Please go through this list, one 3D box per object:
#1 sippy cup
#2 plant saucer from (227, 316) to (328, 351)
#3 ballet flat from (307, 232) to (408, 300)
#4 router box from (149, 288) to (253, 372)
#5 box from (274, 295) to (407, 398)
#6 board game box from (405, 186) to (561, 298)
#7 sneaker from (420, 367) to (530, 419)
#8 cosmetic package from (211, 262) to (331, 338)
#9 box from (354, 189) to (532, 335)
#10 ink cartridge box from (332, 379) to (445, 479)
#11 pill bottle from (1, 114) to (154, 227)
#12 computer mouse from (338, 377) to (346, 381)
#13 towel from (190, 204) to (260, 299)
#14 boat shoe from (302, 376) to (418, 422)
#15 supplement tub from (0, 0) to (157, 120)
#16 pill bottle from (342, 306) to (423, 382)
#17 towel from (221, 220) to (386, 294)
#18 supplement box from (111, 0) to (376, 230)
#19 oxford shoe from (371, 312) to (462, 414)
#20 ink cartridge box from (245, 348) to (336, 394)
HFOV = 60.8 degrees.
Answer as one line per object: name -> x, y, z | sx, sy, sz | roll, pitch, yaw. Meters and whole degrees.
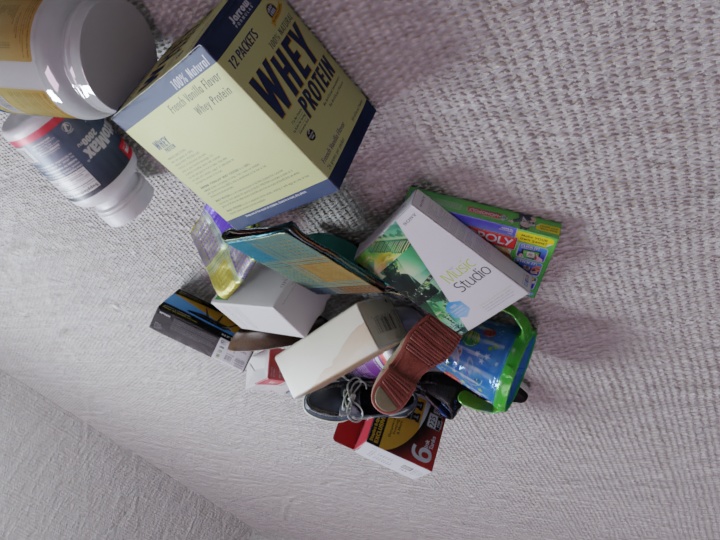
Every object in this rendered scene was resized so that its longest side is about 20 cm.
sippy cup -> 0.193, 0.133, 0.968 | 0.129, 0.179, 0.140 | 21, 178, 22
plant saucer -> -0.146, 0.111, 1.123 | 0.198, 0.032, 0.200 | -9, -178, 0
ballet flat -> 0.000, 0.000, 0.946 | 0.198, 0.075, 0.074 | 21, 148, 8
router box -> -0.302, 0.116, 1.228 | 0.199, 0.051, 0.149 | 27, -170, -7
box -> -0.032, 0.122, 0.971 | 0.199, 0.095, 0.078 | -35, 76, 35
board game box -> 0.155, -0.036, 0.831 | 0.198, 0.029, 0.135 | 16, 147, 12
sneaker -> 0.199, 0.226, 1.100 | 0.198, 0.113, 0.073 | 21, 148, 2
cosmetic package -> -0.147, 0.040, 1.020 | 0.199, 0.108, 0.085 | -2, 140, 49
box -> 0.108, -0.003, 0.828 | 0.199, 0.036, 0.144 | 35, 137, -11
ink cartridge box -> 0.066, 0.251, 1.133 | 0.174, 0.201, 0.084 | 25, 147, -5
pill bottle -> -0.403, -0.165, 0.902 | 0.119, 0.120, 0.200 | -2, 141, 33
computer mouse -> -0.027, 0.205, 1.189 | 0.046, 0.141, 0.200 | -28, 131, 24
towel -> -0.211, -0.050, 0.957 | 0.200, 0.023, 0.145 | -40, 71, 51
boat shoe -> 0.000, 0.223, 1.048 | 0.198, 0.076, 0.062 | 5, 158, 0
supplement tub -> -0.359, -0.254, 0.722 | 0.198, 0.146, 0.145 | 9, 145, 20
pill bottle -> 0.024, 0.135, 1.077 | 0.112, 0.113, 0.199 | 39, 144, -24
towel -> -0.076, -0.012, 0.843 | 0.146, 0.022, 0.199 | -2, 156, 42
supplement box -> -0.130, -0.179, 0.702 | 0.199, 0.135, 0.200 | -15, 132, 43
oxford shoe -> 0.083, 0.124, 0.930 | 0.071, 0.200, 0.074 | 44, 177, -3
ink cartridge box -> -0.122, 0.215, 1.264 | 0.198, 0.068, 0.116 | 14, 155, -29
